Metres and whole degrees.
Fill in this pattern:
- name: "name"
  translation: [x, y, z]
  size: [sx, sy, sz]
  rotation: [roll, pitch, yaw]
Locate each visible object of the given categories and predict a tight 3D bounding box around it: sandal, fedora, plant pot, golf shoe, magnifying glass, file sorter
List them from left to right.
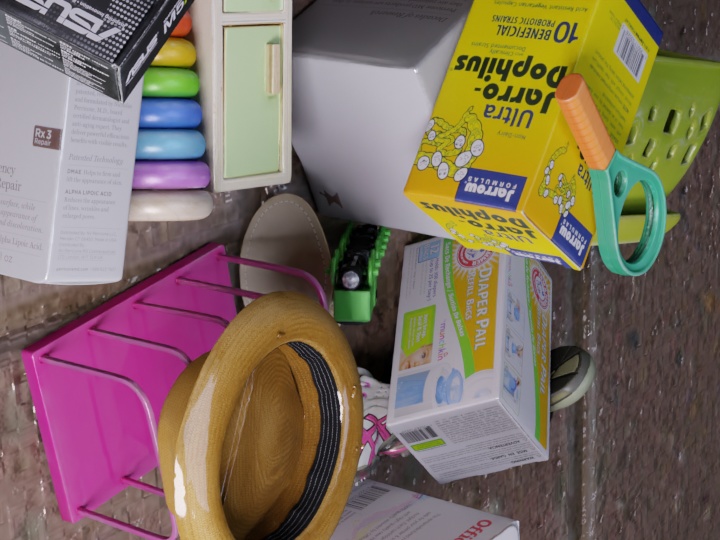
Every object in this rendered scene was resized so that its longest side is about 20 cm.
- name: "file sorter"
  translation: [-0.121, 0.089, 1.120]
  size: [0.199, 0.124, 0.140]
  rotation: [-33, 123, -43]
- name: "fedora"
  translation: [-0.078, 0.112, 1.015]
  size: [0.200, 0.081, 0.203]
  rotation: [-5, 96, -52]
- name: "sandal"
  translation: [-0.050, 0.042, 1.259]
  size: [0.070, 0.077, 0.214]
  rotation: [-55, 134, -83]
- name: "golf shoe"
  translation: [-0.010, 0.135, 1.329]
  size: [0.199, 0.072, 0.093]
  rotation: [-22, 97, -54]
- name: "sandal"
  translation: [0.166, 0.118, 1.429]
  size: [0.057, 0.201, 0.080]
  rotation: [32, 74, -16]
- name: "plant pot"
  translation: [0.205, -0.128, 1.438]
  size: [0.198, 0.199, 0.184]
  rotation: [-5, 108, -52]
- name: "magnifying glass"
  translation: [0.183, -0.069, 1.111]
  size: [0.080, 0.022, 0.200]
  rotation: [-61, 139, -22]

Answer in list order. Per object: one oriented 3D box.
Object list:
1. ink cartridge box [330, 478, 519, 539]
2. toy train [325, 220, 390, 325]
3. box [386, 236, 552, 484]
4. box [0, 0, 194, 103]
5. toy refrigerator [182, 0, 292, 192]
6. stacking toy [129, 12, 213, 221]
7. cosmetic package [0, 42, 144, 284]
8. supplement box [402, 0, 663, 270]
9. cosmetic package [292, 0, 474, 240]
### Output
- name: "ink cartridge box"
  translation: [0.015, 0.251, 1.272]
  size: [0.147, 0.198, 0.087]
  rotation: [-26, 118, -45]
- name: "toy train"
  translation: [0.000, 0.000, 1.248]
  size: [0.200, 0.041, 0.057]
  rotation: [-70, 160, -77]
- name: "box"
  translation: [0.100, 0.068, 1.352]
  size: [0.101, 0.111, 0.202]
  rotation: [49, 35, -40]
- name: "box"
  translation: [-0.179, -0.224, 0.921]
  size: [0.194, 0.199, 0.048]
  rotation: [-58, 171, -26]
- name: "toy refrigerator"
  translation: [-0.096, -0.164, 1.127]
  size: [0.075, 0.070, 0.203]
  rotation: [-9, 106, -40]
- name: "stacking toy"
  translation: [-0.148, -0.137, 1.080]
  size: [0.085, 0.085, 0.203]
  rotation: [-5, 95, -51]
- name: "cosmetic package"
  translation: [-0.201, -0.097, 0.992]
  size: [0.074, 0.101, 0.203]
  rotation: [-2, 99, -53]
- name: "supplement box"
  translation: [0.131, -0.119, 1.135]
  size: [0.109, 0.108, 0.202]
  rotation: [35, 71, -51]
- name: "cosmetic package"
  translation: [0.057, -0.157, 1.257]
  size: [0.200, 0.165, 0.169]
  rotation: [-47, 132, -33]
